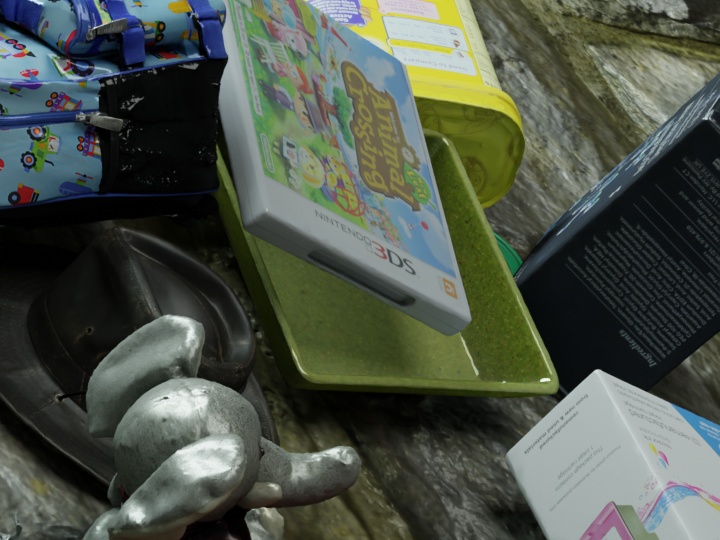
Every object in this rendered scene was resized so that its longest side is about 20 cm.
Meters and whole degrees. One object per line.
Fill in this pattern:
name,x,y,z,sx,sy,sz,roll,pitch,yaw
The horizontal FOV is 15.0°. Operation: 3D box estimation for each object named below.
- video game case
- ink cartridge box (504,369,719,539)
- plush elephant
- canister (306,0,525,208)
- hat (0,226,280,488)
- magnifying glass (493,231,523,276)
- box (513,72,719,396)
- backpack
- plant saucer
video game case,-0.017,-0.075,1.573,0.182,0.022,0.200,28,38,-44
ink cartridge box,0.187,0.169,1.520,0.144,0.085,0.200,24,30,-43
plush elephant,-0.075,0.114,1.289,0.200,0.155,0.165,19,33,-26
canister,0.017,-0.133,1.799,0.148,0.087,0.200,7,35,-16
hat,-0.115,0.032,1.445,0.200,0.081,0.201,24,32,-16
magnifying glass,0.026,-0.008,1.710,0.200,0.022,0.080,5,41,-44
box,0.199,-0.023,1.704,0.107,0.200,0.148,45,29,-2
backpack,-0.193,-0.098,1.479,0.200,0.135,0.182,-9,23,-39
plant saucer,0.000,0.000,1.615,0.200,0.048,0.200,4,51,-39
